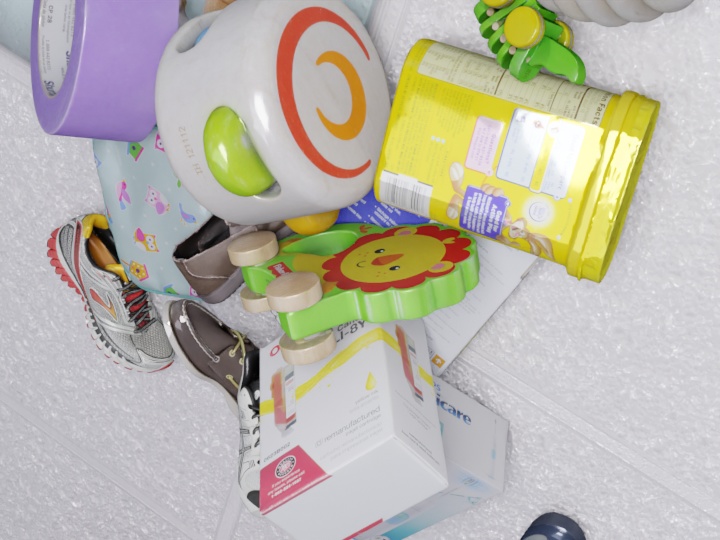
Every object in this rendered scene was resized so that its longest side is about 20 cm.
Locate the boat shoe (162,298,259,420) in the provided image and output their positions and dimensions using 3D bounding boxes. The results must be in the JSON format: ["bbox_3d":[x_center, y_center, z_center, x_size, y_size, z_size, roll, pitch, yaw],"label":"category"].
[{"bbox_3d":[-0.135,0.095,1.193,0.059,0.072,0.201,-18,130,22],"label":"boat shoe"}]

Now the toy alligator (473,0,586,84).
[{"bbox_3d":[0.106,-0.211,0.867,0.054,0.059,0.201,-39,67,29],"label":"toy alligator"}]

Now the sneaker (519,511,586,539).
[{"bbox_3d":[0.168,0.332,1.151,0.070,0.082,0.201,31,129,14],"label":"sneaker"}]

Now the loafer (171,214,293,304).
[{"bbox_3d":[-0.102,-0.057,1.056,0.071,0.073,0.200,35,98,-37],"label":"loafer"}]

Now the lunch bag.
[{"bbox_3d":[-0.182,-0.068,1.153,0.159,0.077,0.202,6,119,29],"label":"lunch bag"}]

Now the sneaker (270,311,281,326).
[{"bbox_3d":[-0.062,0.069,1.141,0.200,0.075,0.115,47,138,-17],"label":"sneaker"}]

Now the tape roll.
[{"bbox_3d":[-0.238,-0.221,1.027,0.199,0.084,0.203,-5,84,60],"label":"tape roll"}]

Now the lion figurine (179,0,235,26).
[{"bbox_3d":[-0.125,-0.233,1.035,0.122,0.073,0.201,35,141,6],"label":"lion figurine"}]

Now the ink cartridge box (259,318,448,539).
[{"bbox_3d":[-0.013,0.123,0.989,0.145,0.201,0.083,-33,124,21],"label":"ink cartridge box"}]

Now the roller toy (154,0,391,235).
[{"bbox_3d":[-0.072,-0.134,0.938,0.139,0.199,0.185,-8,75,37],"label":"roller toy"}]

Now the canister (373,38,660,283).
[{"bbox_3d":[0.122,-0.093,0.907,0.198,0.086,0.150,20,107,16],"label":"canister"}]

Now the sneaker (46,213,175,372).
[{"bbox_3d":[-0.273,0.027,1.266,0.082,0.078,0.201,-29,99,39],"label":"sneaker"}]

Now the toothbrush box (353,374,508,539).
[{"bbox_3d":[0.029,0.188,1.123,0.146,0.086,0.199,33,134,-24],"label":"toothbrush box"}]

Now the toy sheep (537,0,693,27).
[{"bbox_3d":[0.185,-0.238,0.786,0.199,0.137,0.139,14,125,47],"label":"toy sheep"}]

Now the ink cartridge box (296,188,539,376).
[{"bbox_3d":[0.055,-0.029,1.045,0.197,0.047,0.200,42,128,7],"label":"ink cartridge box"}]

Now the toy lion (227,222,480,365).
[{"bbox_3d":[0.000,0.000,0.972,0.200,0.190,0.069,-141,34,-62],"label":"toy lion"}]

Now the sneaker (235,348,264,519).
[{"bbox_3d":[-0.092,0.152,1.085,0.075,0.201,0.088,-11,122,-7],"label":"sneaker"}]
